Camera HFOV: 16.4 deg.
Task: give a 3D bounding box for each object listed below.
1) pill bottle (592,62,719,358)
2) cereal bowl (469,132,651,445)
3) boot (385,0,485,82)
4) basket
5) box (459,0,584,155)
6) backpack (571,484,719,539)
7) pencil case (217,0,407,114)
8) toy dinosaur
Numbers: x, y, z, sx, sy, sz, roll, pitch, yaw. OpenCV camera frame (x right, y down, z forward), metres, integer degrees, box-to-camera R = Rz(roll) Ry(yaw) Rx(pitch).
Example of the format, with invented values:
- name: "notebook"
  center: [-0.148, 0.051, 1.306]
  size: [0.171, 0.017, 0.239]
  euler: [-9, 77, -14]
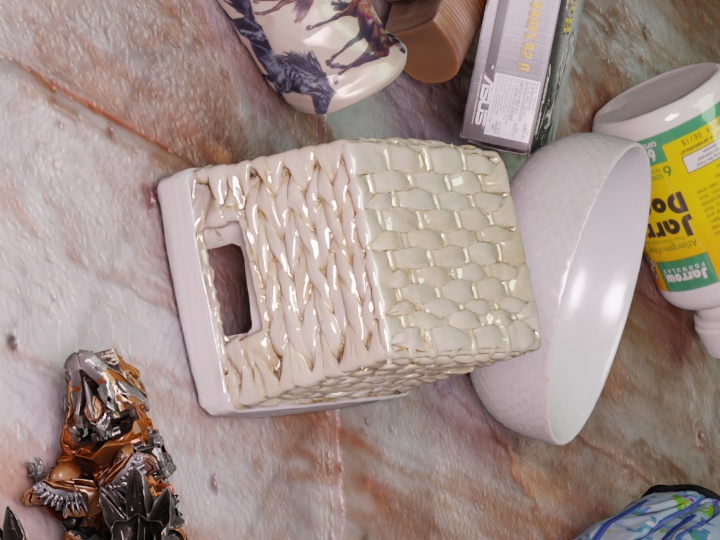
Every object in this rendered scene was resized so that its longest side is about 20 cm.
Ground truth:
- name: "pill bottle"
  center: [0.257, -0.042, 1.851]
  size: [0.201, 0.112, 0.113]
  euler: [65, 30, -14]
- name: "cereal bowl"
  center: [0.115, 0.006, 1.575]
  size: [0.200, 0.083, 0.202]
  euler: [14, 90, -72]
- name: "boot"
  center: [0.026, -0.237, 1.586]
  size: [0.155, 0.073, 0.201]
  euler: [-74, 148, -43]
- name: "basket"
  center: [0.000, 0.000, 1.373]
  size: [0.200, 0.123, 0.137]
  euler: [0, 76, -61]
- name: "box"
  center: [0.116, -0.179, 1.612]
  size: [0.158, 0.048, 0.201]
  euler: [-23, 125, -78]
- name: "backpack"
  center: [0.187, 0.224, 1.583]
  size: [0.199, 0.153, 0.164]
  euler: [-4, 85, -47]
- name: "pencil case"
  center: [-0.048, -0.182, 1.431]
  size: [0.090, 0.078, 0.201]
  euler: [-49, 119, -34]
- name: "toy dinosaur"
  center: [-0.106, 0.134, 1.162]
  size: [0.201, 0.102, 0.136]
  euler: [57, 9, 14]
